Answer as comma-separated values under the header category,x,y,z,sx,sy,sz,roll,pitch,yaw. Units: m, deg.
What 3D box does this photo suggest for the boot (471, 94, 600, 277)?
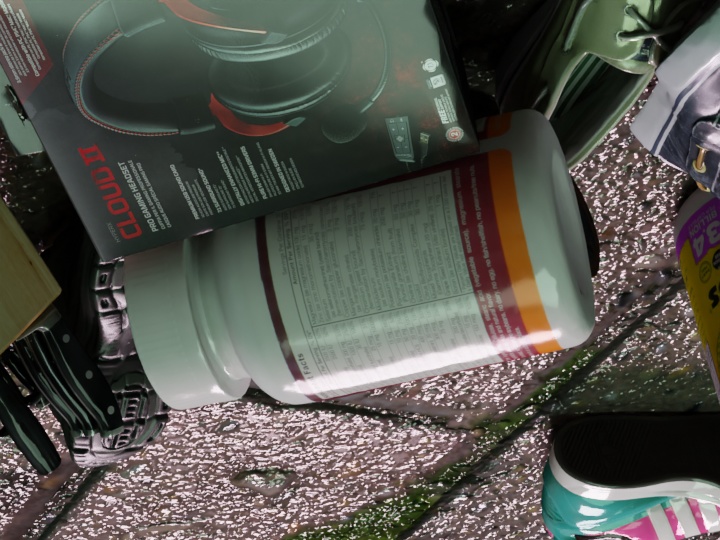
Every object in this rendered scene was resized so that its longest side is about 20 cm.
category,x,y,z,sx,sy,sz,roll,pitch,yaw
boot,0.033,-0.042,1.011,0.097,0.075,0.200,-24,135,36

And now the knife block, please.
category,x,y,z,sx,sy,sz,roll,pitch,yaw
knife block,-0.184,0.005,0.925,0.175,0.064,0.201,33,145,12

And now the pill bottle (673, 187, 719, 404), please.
category,x,y,z,sx,sy,sz,roll,pitch,yaw
pill bottle,0.239,0.045,1.070,0.103,0.201,0.105,-8,147,-5

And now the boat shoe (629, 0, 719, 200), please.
category,x,y,z,sx,sy,sz,roll,pitch,yaw
boat shoe,0.185,-0.075,0.919,0.071,0.091,0.200,-46,172,-7

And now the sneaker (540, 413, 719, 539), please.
category,x,y,z,sx,sy,sz,roll,pitch,yaw
sneaker,0.208,0.162,1.340,0.198,0.084,0.121,7,139,-12

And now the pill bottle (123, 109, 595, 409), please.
category,x,y,z,sx,sy,sz,roll,pitch,yaw
pill bottle,0.000,0.000,0.914,0.198,0.110,0.110,-13,147,13

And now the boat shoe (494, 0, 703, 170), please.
category,x,y,z,sx,sy,sz,roll,pitch,yaw
boat shoe,0.125,-0.119,0.919,0.071,0.062,0.200,5,144,-22

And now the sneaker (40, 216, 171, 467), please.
category,x,y,z,sx,sy,sz,roll,pitch,yaw
sneaker,-0.131,0.001,1.014,0.076,0.091,0.201,-6,128,-41

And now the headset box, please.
category,x,y,z,sx,sy,sz,roll,pitch,yaw
headset box,-0.064,-0.098,0.852,0.198,0.075,0.149,-15,130,8
